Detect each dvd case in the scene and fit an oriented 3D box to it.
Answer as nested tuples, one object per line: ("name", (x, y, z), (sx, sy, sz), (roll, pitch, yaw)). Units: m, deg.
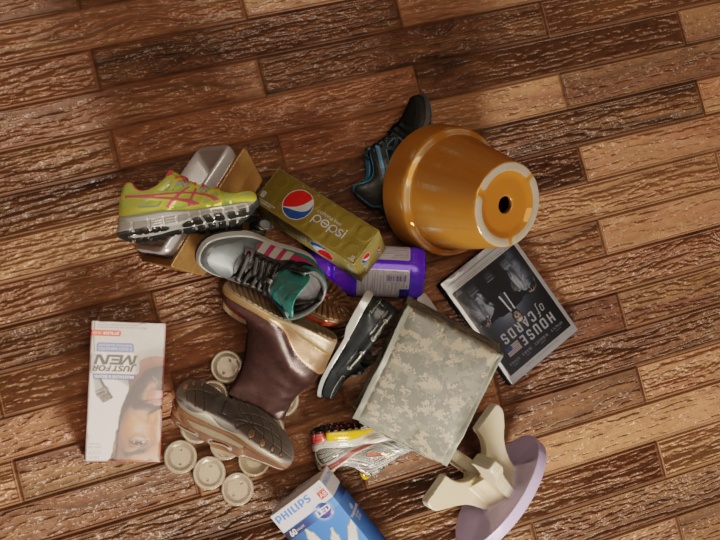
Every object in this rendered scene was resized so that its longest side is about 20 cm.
("dvd case", (0.237, 0.060, 1.843), (0.150, 0.025, 0.201), (-37, 93, -14))

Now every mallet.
("mallet", (-0.148, -0.061, 1.675), (0.065, 0.200, 0.042), (23, 85, -21))

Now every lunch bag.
("lunch bag", (0.096, 0.167, 1.684), (0.163, 0.118, 0.202), (26, 96, 0))

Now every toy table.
("toy table", (0.184, 0.311, 1.735), (0.117, 0.183, 0.201), (43, 64, -22))

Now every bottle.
("bottle", (0.000, 0.000, 1.760), (0.197, 0.084, 0.066), (2, 52, -1))

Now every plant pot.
("plant pot", (0.163, -0.112, 1.726), (0.198, 0.183, 0.203), (-8, 106, -31))

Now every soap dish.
("soap dish", (-0.235, -0.085, 1.683), (0.081, 0.157, 0.201), (36, 77, -24))

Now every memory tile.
("memory tile", (-0.192, 0.237, 1.725), (0.152, 0.017, 0.201), (29, 78, -9))

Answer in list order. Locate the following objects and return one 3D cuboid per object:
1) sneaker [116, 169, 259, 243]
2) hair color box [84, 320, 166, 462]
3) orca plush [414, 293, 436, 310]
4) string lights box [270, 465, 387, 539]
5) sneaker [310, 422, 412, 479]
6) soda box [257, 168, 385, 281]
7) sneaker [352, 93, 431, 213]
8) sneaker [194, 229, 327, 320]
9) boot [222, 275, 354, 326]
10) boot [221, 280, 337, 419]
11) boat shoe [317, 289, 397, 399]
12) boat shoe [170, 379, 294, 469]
("sneaker", (-0.238, -0.098, 1.566), (0.198, 0.078, 0.091), (-7, 74, -9))
("hair color box", (-0.343, 0.176, 1.671), (0.110, 0.064, 0.203), (2, 85, -14))
("orca plush", (0.113, 0.139, 1.798), (0.201, 0.071, 0.105), (57, 31, -7))
("string lights box", (-0.030, 0.404, 1.705), (0.103, 0.059, 0.200), (-38, 94, 16))
("sneaker", (0.024, 0.273, 1.750), (0.198, 0.078, 0.083), (-4, 92, -6))
("soda box", (-0.061, -0.069, 1.718), (0.199, 0.064, 0.068), (33, 76, 22))
("sneaker", (0.053, -0.192, 1.799), (0.081, 0.073, 0.202), (22, 79, -10))
("sneaker", (-0.125, 0.011, 1.590), (0.198, 0.121, 0.084), (11, 111, -34))
("boot", (-0.111, 0.050, 1.726), (0.198, 0.108, 0.076), (18, 46, -9))
("boot", (-0.149, 0.120, 1.663), (0.199, 0.073, 0.167), (31, 111, -19))
("boat shoe", (-0.006, 0.123, 1.706), (0.060, 0.201, 0.076), (28, 35, 5))
("boat shoe", (-0.190, 0.236, 1.685), (0.199, 0.076, 0.072), (32, 121, -3))
